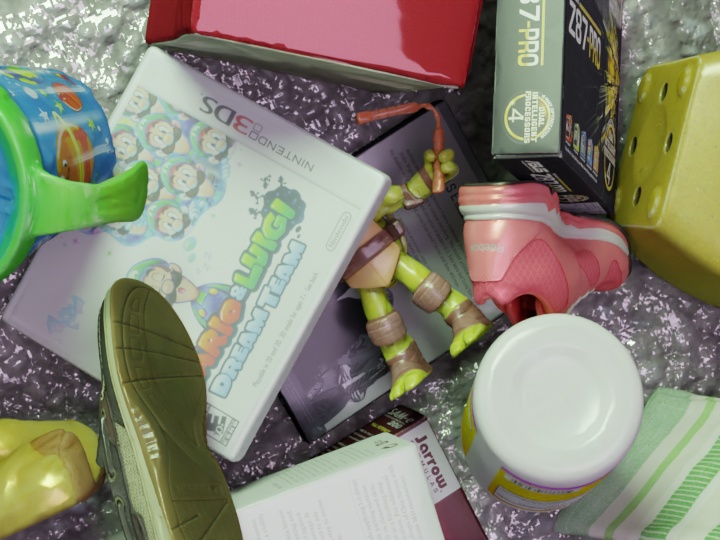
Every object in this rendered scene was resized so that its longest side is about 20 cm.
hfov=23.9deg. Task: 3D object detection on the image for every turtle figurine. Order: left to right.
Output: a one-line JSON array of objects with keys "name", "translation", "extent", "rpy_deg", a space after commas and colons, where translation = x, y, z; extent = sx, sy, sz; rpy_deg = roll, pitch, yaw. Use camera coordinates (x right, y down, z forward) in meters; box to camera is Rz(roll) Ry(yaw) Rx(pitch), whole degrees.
[{"name": "turtle figurine", "translation": [0.000, 0.000, 1.106], "extent": [0.199, 0.064, 0.162], "rpy_deg": [-36, 89, 2]}]

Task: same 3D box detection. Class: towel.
[{"name": "towel", "translation": [0.243, 0.130, 1.127], "extent": [0.152, 0.199, 0.024], "rpy_deg": [-44, 118, -34]}]

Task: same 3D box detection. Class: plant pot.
[{"name": "plant pot", "translation": [0.283, -0.061, 1.156], "extent": [0.198, 0.195, 0.196], "rpy_deg": [15, 90, -9]}]

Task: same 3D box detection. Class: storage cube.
[{"name": "storage cube", "translation": [-0.022, -0.214, 1.053], "extent": [0.198, 0.171, 0.182], "rpy_deg": [10, 92, -18]}]

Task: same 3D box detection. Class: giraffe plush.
[{"name": "giraffe plush", "translation": [-0.268, 0.094, 1.014], "extent": [0.199, 0.172, 0.164], "rpy_deg": [-24, 89, -31]}]

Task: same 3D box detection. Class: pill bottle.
[{"name": "pill bottle", "translation": [0.118, 0.099, 1.099], "extent": [0.103, 0.200, 0.106], "rpy_deg": [0, 76, 0]}]

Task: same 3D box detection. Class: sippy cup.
[{"name": "sippy cup", "translation": [-0.217, -0.065, 1.015], "extent": [0.178, 0.130, 0.140], "rpy_deg": [47, 116, 6]}]

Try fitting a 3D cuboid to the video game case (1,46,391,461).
[{"name": "video game case", "translation": [-0.104, -0.012, 1.070], "extent": [0.181, 0.024, 0.201], "rpy_deg": [29, 90, 13]}]

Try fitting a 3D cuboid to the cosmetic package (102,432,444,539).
[{"name": "cosmetic package", "translation": [-0.050, 0.184, 1.064], "extent": [0.198, 0.071, 0.103], "rpy_deg": [-18, 95, -14]}]

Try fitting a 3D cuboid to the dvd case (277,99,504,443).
[{"name": "dvd case", "translation": [0.009, 0.000, 1.155], "extent": [0.199, 0.025, 0.151], "rpy_deg": [-33, 102, -13]}]

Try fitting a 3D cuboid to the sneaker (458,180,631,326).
[{"name": "sneaker", "translation": [0.116, 0.002, 1.114], "extent": [0.200, 0.073, 0.088], "rpy_deg": [20, 72, -56]}]

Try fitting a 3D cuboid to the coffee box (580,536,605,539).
[{"name": "coffee box", "translation": [0.263, 0.158, 1.199], "extent": [0.199, 0.113, 0.080], "rpy_deg": [-32, 103, -13]}]

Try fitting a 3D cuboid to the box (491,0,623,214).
[{"name": "box", "translation": [0.128, -0.130, 1.087], "extent": [0.049, 0.200, 0.163], "rpy_deg": [-1, 81, 18]}]

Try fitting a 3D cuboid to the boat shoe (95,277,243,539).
[{"name": "boat shoe", "translation": [-0.127, 0.101, 1.005], "extent": [0.071, 0.066, 0.202], "rpy_deg": [13, 49, -47]}]

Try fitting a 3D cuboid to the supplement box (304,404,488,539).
[{"name": "supplement box", "translation": [-0.024, 0.188, 1.141], "extent": [0.199, 0.061, 0.110], "rpy_deg": [-31, 101, -13]}]
